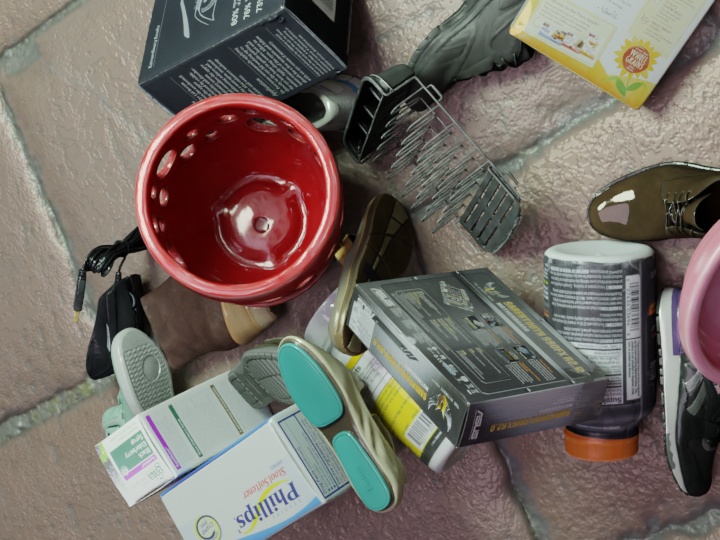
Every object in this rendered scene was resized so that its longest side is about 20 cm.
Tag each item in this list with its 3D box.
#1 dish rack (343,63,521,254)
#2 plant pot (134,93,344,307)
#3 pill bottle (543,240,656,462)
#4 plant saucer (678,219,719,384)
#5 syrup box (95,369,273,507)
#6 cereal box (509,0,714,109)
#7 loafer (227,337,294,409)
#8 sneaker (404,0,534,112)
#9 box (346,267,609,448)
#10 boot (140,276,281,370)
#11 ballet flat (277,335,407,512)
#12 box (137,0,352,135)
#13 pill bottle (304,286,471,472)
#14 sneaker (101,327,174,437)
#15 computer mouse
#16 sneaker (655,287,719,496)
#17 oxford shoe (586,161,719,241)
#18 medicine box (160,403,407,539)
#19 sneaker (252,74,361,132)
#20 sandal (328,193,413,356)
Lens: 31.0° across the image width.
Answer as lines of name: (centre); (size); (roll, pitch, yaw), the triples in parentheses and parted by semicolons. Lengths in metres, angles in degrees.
dish rack: (0.073, -0.099, 1.275); (0.200, 0.054, 0.153); (50, 161, 10)
plant pot: (-0.110, -0.062, 1.312); (0.199, 0.183, 0.202); (-1, 84, 6)
pill bottle: (0.228, 0.077, 1.236); (0.106, 0.106, 0.201); (4, 102, 29)
plant saucer: (0.355, 0.007, 1.122); (0.051, 0.200, 0.201); (54, 128, 52)
syrup box: (-0.190, 0.180, 1.437); (0.079, 0.200, 0.082); (-37, 82, 31)
cereal box: (0.246, -0.265, 1.167); (0.143, 0.040, 0.200); (31, 114, -4)
loafer: (-0.086, 0.098, 1.394); (0.075, 0.070, 0.200); (50, 157, -8)
sneaker: (0.117, -0.219, 1.260); (0.091, 0.076, 0.200); (44, 122, 3)
box: (0.103, 0.073, 1.187); (0.200, 0.158, 0.049); (46, 132, 45)
boot: (-0.193, 0.003, 1.476); (0.166, 0.072, 0.201); (-23, 92, 29)
ballet flat: (-0.013, 0.144, 1.286); (0.069, 0.069, 0.201); (-26, 95, 31)
box: (-0.115, -0.249, 1.325); (0.199, 0.104, 0.149); (-20, 49, 32)
pill bottle: (0.045, 0.102, 1.339); (0.200, 0.114, 0.115); (42, 117, 16)
sneaker: (-0.275, 0.157, 1.529); (0.118, 0.074, 0.201); (0, 122, 32)
computer mouse: (-0.287, 0.054, 1.503); (0.046, 0.140, 0.201); (23, 111, 16)
sneaker: (0.328, 0.115, 1.209); (0.087, 0.076, 0.201); (-3, 99, 24)
oxford shoe: (0.294, -0.061, 1.183); (0.199, 0.084, 0.073); (-7, 98, 32)
medicine box: (-0.076, 0.211, 1.379); (0.182, 0.200, 0.103); (-37, 82, 30)
sneaker: (-0.092, -0.177, 1.376); (0.199, 0.087, 0.075); (1, 102, 30)
sandal: (0.000, 0.000, 1.303); (0.054, 0.201, 0.080); (-5, 136, 33)
